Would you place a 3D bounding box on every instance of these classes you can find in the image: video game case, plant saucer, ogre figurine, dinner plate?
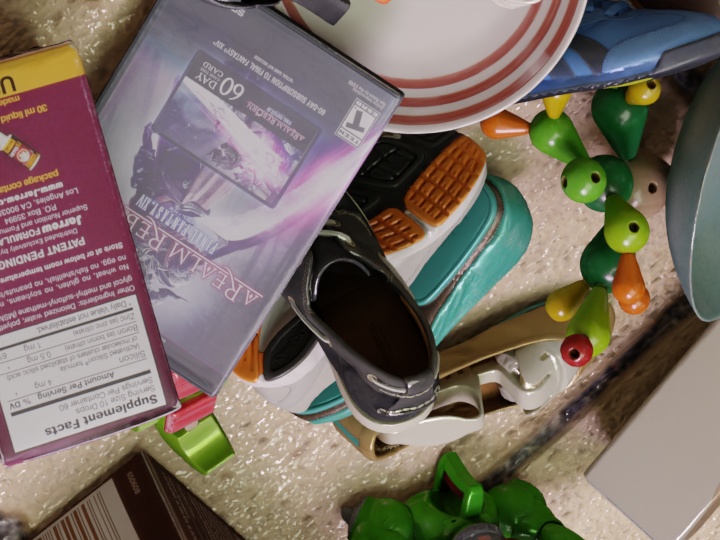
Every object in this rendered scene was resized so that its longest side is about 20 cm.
[{"bbox_3d":[-0.087,-0.051,1.607,0.143,0.019,0.200,33,101,3],"label":"video game case"},{"bbox_3d":[0.223,-0.070,1.766,0.201,0.039,0.202,-49,150,-42],"label":"plant saucer"},{"bbox_3d":[0.074,0.187,1.892,0.199,0.120,0.098,-19,136,-10],"label":"ogre figurine"},{"bbox_3d":[0.027,-0.173,1.591,0.199,0.024,0.201,2,111,6],"label":"dinner plate"}]

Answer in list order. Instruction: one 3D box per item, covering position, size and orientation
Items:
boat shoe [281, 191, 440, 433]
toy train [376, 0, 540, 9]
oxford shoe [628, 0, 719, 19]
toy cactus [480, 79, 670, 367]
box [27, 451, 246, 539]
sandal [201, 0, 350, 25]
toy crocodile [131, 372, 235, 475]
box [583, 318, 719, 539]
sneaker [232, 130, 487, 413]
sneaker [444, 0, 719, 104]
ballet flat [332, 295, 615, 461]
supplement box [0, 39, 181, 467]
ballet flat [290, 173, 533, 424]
[{"bbox_3d":[-0.016,-0.006,1.643,0.072,0.200,0.068,-29,163,-11],"label":"boat shoe"},{"bbox_3d":[0.045,-0.229,1.528,0.150,0.056,0.201,2,109,7],"label":"toy train"},{"bbox_3d":[0.171,-0.178,1.614,0.200,0.073,0.071,31,88,-17],"label":"oxford shoe"},{"bbox_3d":[0.143,-0.047,1.743,0.102,0.201,0.165,-6,180,22],"label":"toy cactus"},{"bbox_3d":[-0.120,0.255,1.818,0.166,0.164,0.200,-39,133,6],"label":"box"},{"bbox_3d":[-0.098,-0.177,1.538,0.200,0.076,0.043,24,111,-20],"label":"sandal"},{"bbox_3d":[-0.107,0.046,1.709,0.067,0.062,0.200,-27,144,-22],"label":"toy crocodile"},{"bbox_3d":[0.243,0.080,1.895,0.200,0.078,0.095,-52,169,19],"label":"box"},{"bbox_3d":[0.000,0.000,1.729,0.200,0.076,0.092,-45,154,-9],"label":"sneaker"},{"bbox_3d":[0.108,-0.134,1.630,0.199,0.079,0.066,-7,180,25],"label":"sneaker"},{"bbox_3d":[0.079,0.075,1.843,0.199,0.063,0.069,-19,133,-12],"label":"ballet flat"},{"bbox_3d":[-0.177,-0.012,1.538,0.103,0.131,0.201,-17,98,-13],"label":"supplement box"},{"bbox_3d":[0.036,0.026,1.783,0.200,0.067,0.070,-48,144,17],"label":"ballet flat"}]
